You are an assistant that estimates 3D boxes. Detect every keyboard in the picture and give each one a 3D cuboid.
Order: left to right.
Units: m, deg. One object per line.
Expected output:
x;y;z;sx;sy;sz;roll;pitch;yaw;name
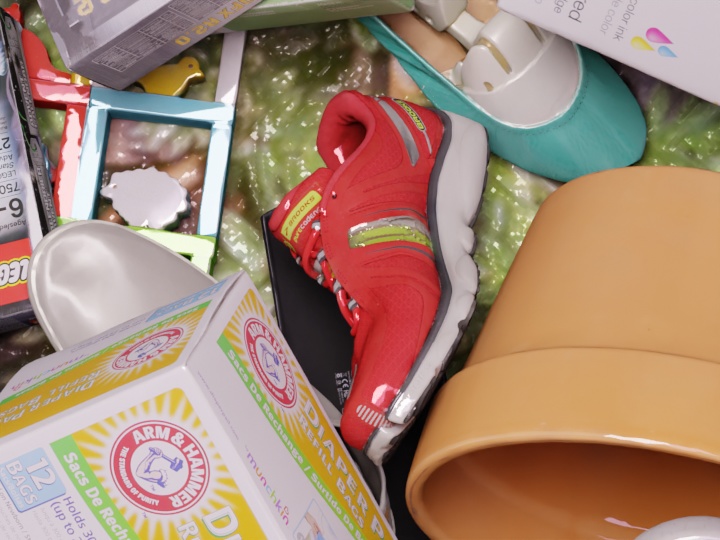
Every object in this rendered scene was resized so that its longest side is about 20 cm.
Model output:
-0.012;0.065;1.261;0.104;0.040;0.201;-5;79;-24;keyboard

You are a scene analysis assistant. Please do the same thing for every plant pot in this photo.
0.128;0.048;1.185;0.199;0.200;0.140;11;65;2;plant pot

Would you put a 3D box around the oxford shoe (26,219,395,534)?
-0.058;0.052;1.197;0.075;0.058;0.200;-44;89;-14;oxford shoe

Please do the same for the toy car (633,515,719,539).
0.163;0.200;1.080;0.199;0.175;0.150;15;118;-6;toy car

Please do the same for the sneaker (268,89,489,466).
0.000;0.000;1.202;0.085;0.077;0.200;20;40;-12;sneaker

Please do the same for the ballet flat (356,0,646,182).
0.043;-0.110;1.261;0.200;0.070;0.067;40;83;6;ballet flat

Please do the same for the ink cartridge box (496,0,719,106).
0.176;-0.141;1.155;0.200;0.088;0.146;24;121;1;ink cartridge box

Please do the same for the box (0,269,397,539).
-0.055;0.119;1.123;0.112;0.101;0.200;-25;104;19;box

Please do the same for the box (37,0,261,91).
-0.062;-0.194;1.194;0.200;0.048;0.159;-32;70;19;box

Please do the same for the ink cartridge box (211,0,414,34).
-0.048;-0.205;1.243;0.145;0.048;0.201;-4;82;25;ink cartridge box

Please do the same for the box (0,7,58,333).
-0.235;-0.025;1.252;0.199;0.040;0.137;-14;80;7;box

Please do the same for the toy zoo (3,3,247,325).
-0.120;-0.073;1.282;0.131;0.020;0.201;7;81;2;toy zoo
